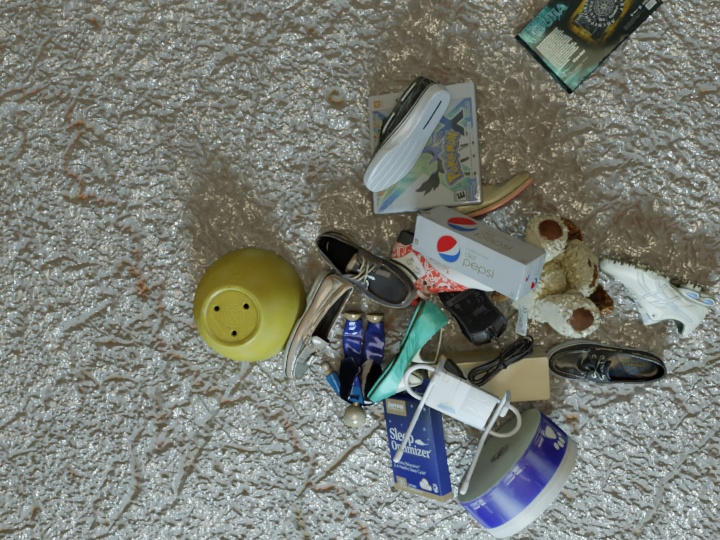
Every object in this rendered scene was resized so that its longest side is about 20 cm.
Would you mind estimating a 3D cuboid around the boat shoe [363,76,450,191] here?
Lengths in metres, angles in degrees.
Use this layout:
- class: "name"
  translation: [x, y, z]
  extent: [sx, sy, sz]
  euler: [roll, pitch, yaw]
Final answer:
- class: "boat shoe"
  translation: [0.065, -0.220, 1.169]
  extent: [0.200, 0.072, 0.071]
  euler: [-52, 51, 10]

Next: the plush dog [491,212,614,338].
- class: "plush dog"
  translation: [0.320, 0.010, 1.171]
  extent: [0.171, 0.160, 0.201]
  euler: [-15, 82, -34]

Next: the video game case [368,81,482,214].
- class: "video game case"
  translation: [0.105, -0.201, 1.194]
  extent: [0.181, 0.022, 0.201]
  euler: [-4, 86, 17]

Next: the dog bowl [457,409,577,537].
- class: "dog bowl"
  translation: [0.250, 0.324, 1.166]
  extent: [0.079, 0.200, 0.200]
  euler: [42, 97, 2]

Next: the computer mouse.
- class: "computer mouse"
  translation: [0.178, 0.102, 1.205]
  extent: [0.140, 0.046, 0.200]
  euler: [-37, 61, -5]

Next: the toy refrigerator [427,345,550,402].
- class: "toy refrigerator"
  translation: [0.215, 0.179, 1.231]
  extent: [0.199, 0.070, 0.076]
  euler: [-5, 101, 6]

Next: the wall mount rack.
- class: "wall mount rack"
  translation: [0.144, 0.240, 1.132]
  extent: [0.199, 0.075, 0.174]
  euler: [25, 112, 6]

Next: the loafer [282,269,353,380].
- class: "loafer"
  translation: [-0.073, 0.100, 1.237]
  extent: [0.063, 0.072, 0.201]
  euler: [23, 94, 25]

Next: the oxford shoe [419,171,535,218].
- class: "oxford shoe"
  translation: [0.192, -0.124, 1.204]
  extent: [0.199, 0.071, 0.074]
  euler: [-26, 88, 5]

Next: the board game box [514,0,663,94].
- class: "board game box"
  translation: [0.372, -0.410, 1.184]
  extent: [0.200, 0.028, 0.135]
  euler: [-44, 90, 7]

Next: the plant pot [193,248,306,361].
- class: "plant pot"
  translation: [-0.199, 0.068, 1.214]
  extent: [0.199, 0.142, 0.201]
  euler: [0, 96, 4]

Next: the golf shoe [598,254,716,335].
- class: "golf shoe"
  translation: [0.479, 0.042, 1.196]
  extent: [0.199, 0.078, 0.098]
  euler: [24, 102, 3]

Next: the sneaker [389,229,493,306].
- class: "sneaker"
  translation: [0.130, 0.019, 1.197]
  extent: [0.201, 0.067, 0.108]
  euler: [28, 100, 29]

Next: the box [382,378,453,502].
- class: "box"
  translation: [0.094, 0.283, 1.230]
  extent: [0.032, 0.121, 0.201]
  euler: [-10, 94, -38]

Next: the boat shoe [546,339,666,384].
- class: "boat shoe"
  translation: [0.413, 0.161, 1.213]
  extent: [0.199, 0.066, 0.070]
  euler: [7, 96, 4]

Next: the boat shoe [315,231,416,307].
- class: "boat shoe"
  translation: [0.000, 0.000, 1.195]
  extent: [0.200, 0.073, 0.075]
  euler: [32, 102, 26]

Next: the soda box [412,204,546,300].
- class: "soda box"
  translation: [0.179, -0.031, 1.110]
  extent: [0.199, 0.068, 0.064]
  euler: [28, 126, 33]

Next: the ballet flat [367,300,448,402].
- class: "ballet flat"
  translation: [0.084, 0.147, 1.185]
  extent: [0.070, 0.067, 0.201]
  euler: [30, 103, 9]

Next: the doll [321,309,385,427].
- class: "doll"
  translation: [-0.005, 0.172, 1.255]
  extent: [0.136, 0.048, 0.201]
  euler: [5, 95, 14]
